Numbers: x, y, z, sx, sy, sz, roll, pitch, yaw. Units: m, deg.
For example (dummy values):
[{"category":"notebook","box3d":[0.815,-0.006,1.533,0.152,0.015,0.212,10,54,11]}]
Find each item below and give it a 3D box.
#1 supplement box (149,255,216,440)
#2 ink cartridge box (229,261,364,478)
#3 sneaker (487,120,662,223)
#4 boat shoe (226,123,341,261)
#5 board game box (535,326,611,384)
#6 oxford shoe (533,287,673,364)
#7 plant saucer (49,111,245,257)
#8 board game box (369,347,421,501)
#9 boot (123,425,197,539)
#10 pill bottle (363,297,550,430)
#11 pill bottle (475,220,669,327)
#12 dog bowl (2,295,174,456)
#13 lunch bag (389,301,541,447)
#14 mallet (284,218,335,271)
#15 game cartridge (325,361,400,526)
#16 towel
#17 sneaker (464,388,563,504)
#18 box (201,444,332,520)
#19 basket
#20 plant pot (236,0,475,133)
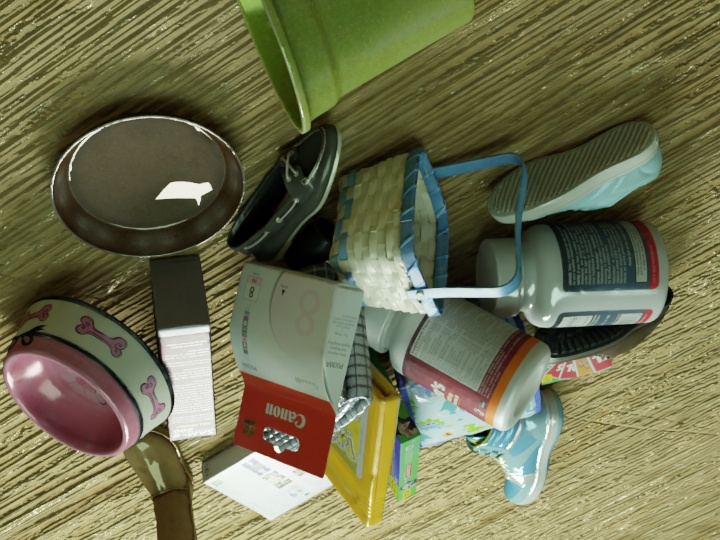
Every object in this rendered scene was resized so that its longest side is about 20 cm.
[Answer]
[{"category":"supplement box","box3d":[-0.202,0.091,1.598,0.061,0.109,0.200,-7,137,-9]},{"category":"ink cartridge box","box3d":[-0.082,0.100,1.476,0.057,0.162,0.201,18,86,-42]},{"category":"sneaker","box3d":[0.242,-0.087,1.542,0.199,0.074,0.082,-21,135,11]},{"category":"boat shoe","box3d":[-0.081,-0.079,1.475,0.057,0.067,0.200,7,138,-27]},{"category":"board game box","box3d":[0.267,0.066,1.753,0.095,0.030,0.200,-13,136,-1]},{"category":"oxford shoe","box3d":[0.290,0.080,1.685,0.199,0.073,0.085,-17,139,-26]},{"category":"plant saucer","box3d":[-0.220,-0.094,1.449,0.199,0.035,0.201,-7,138,-6]},{"category":"board game box","box3d":[0.028,0.187,1.708,0.029,0.135,0.200,-23,154,-12]},{"category":"boot","box3d":[-0.242,0.312,1.759,0.066,0.200,0.175,-22,138,10]},{"category":"pill bottle","box3d":[0.102,0.086,1.563,0.200,0.110,0.110,29,140,18]},{"category":"pill bottle","box3d":[0.240,0.004,1.607,0.199,0.120,0.120,-2,137,-12]},{"category":"dog bowl","box3d":[-0.311,0.126,1.560,0.200,0.074,0.201,19,138,18]},{"category":"lunch bag","box3d":[0.130,0.136,1.716,0.169,0.128,0.200,-15,138,2]},{"category":"mallet","box3d":[0.000,0.000,1.608,0.200,0.041,0.066,26,126,-40]},{"category":"game cartridge","box3d":[-0.020,0.177,1.665,0.032,0.176,0.201,-14,129,-29]},{"category":"towel","box3d":[-0.071,0.103,1.575,0.085,0.166,0.200,8,150,-32]},{"category":"sneaker","box3d":[0.188,0.240,1.885,0.130,0.080,0.201,-2,128,-15]},{"category":"box","box3d":[-0.090,0.251,1.857,0.200,0.036,0.144,-31,135,21]},{"category":"basket","box3d":[0.076,-0.044,1.479,0.199,0.177,0.139,-7,141,22]},{"category":"plant pot","box3d":[-0.006,-0.248,1.236,0.184,0.201,0.201,-23,139,-5]}]
